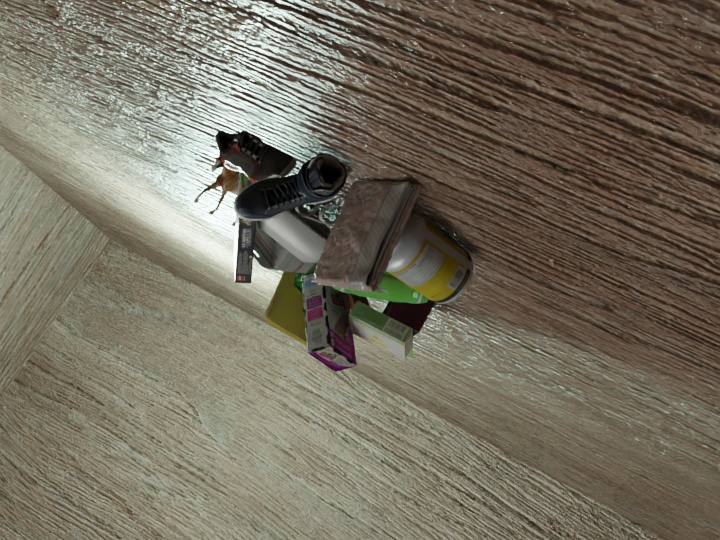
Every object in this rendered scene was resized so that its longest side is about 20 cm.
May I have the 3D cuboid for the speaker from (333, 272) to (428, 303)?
[{"bbox_3d":[0.046,0.017,1.651,0.200,0.089,0.088,9,166,-3],"label":"speaker"}]

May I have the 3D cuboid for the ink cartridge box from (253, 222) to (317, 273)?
[{"bbox_3d":[-0.172,-0.059,1.779,0.117,0.067,0.200,50,-159,23],"label":"ink cartridge box"}]

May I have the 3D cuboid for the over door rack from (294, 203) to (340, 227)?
[{"bbox_3d":[-0.019,-0.093,1.588,0.148,0.067,0.200,23,176,36],"label":"over door rack"}]

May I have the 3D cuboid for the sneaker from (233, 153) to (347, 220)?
[{"bbox_3d":[-0.121,-0.147,1.395,0.146,0.202,0.077,157,95,-73],"label":"sneaker"}]

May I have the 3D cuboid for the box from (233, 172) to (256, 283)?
[{"bbox_3d":[-0.235,-0.086,1.610,0.035,0.200,0.110,2,-148,-12],"label":"box"}]

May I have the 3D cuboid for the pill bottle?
[{"bbox_3d":[0.099,-0.031,1.406,0.200,0.112,0.112,33,167,-30],"label":"pill bottle"}]

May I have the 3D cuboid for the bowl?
[{"bbox_3d":[-0.147,-0.097,1.653,0.200,0.075,0.200,40,-173,-20],"label":"bowl"}]

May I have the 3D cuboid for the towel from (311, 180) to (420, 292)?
[{"bbox_3d":[0.004,-0.062,1.343,0.032,0.200,0.191,30,168,-30],"label":"towel"}]

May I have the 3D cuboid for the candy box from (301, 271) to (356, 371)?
[{"bbox_3d":[-0.072,0.116,1.821,0.061,0.200,0.136,-20,148,19],"label":"candy box"}]

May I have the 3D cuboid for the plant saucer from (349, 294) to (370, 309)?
[{"bbox_3d":[-0.011,0.072,1.963,0.200,0.032,0.201,158,90,-82],"label":"plant saucer"}]

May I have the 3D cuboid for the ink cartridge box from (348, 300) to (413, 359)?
[{"bbox_3d":[0.051,0.156,1.829,0.145,0.048,0.200,26,156,16],"label":"ink cartridge box"}]

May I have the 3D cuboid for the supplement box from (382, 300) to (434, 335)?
[{"bbox_3d":[0.108,0.094,1.857,0.086,0.110,0.200,30,166,0],"label":"supplement box"}]

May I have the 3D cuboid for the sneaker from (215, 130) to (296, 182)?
[{"bbox_3d":[-0.211,-0.224,1.508,0.200,0.077,0.082,17,151,36],"label":"sneaker"}]

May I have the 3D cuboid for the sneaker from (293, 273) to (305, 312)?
[{"bbox_3d":[-0.123,0.011,1.941,0.083,0.200,0.074,-8,179,-25],"label":"sneaker"}]

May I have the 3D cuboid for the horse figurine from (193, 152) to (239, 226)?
[{"bbox_3d":[-0.276,-0.169,1.776,0.200,0.133,0.050,31,-171,-35],"label":"horse figurine"}]

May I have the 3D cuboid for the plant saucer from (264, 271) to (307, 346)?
[{"bbox_3d":[-0.138,0.107,1.983,0.200,0.200,0.048,33,134,-13],"label":"plant saucer"}]
